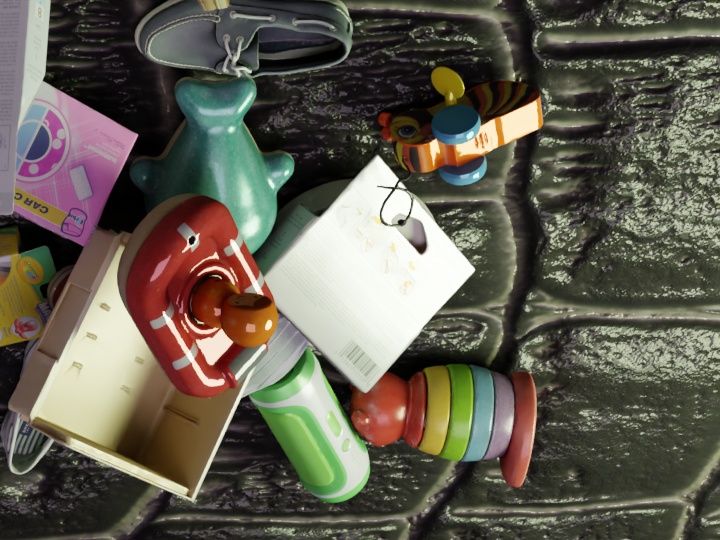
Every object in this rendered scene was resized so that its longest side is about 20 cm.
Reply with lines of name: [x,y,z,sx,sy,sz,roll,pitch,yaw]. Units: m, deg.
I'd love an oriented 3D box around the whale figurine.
whale figurine: [-0.137,-0.087,1.559,0.157,0.104,0.202,-2,133,-12]

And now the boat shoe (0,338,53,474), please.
boat shoe: [-0.321,0.130,1.725,0.073,0.067,0.201,10,127,-22]

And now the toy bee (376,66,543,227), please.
toy bee: [0.072,-0.136,1.589,0.198,0.109,0.132,-15,129,-35]

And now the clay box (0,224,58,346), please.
clay box: [-0.392,0.026,1.631,0.197,0.048,0.116,-13,133,-5]

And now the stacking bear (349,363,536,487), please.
stacking bear: [0.085,0.157,1.827,0.197,0.122,0.115,6,131,-9]

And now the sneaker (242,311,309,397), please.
sneaker: [-0.139,0.096,1.718,0.199,0.071,0.073,-36,123,10]

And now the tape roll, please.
tape roll: [-0.011,-0.004,1.709,0.200,0.037,0.205,-8,131,-9]

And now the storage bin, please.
storage bin: [-0.207,0.087,1.587,0.198,0.093,0.202,33,79,-49]

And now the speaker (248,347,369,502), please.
speaker: [-0.056,0.165,1.808,0.088,0.089,0.201,-22,131,5]

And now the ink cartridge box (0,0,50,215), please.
ink cartridge box: [-0.344,-0.142,1.383,0.158,0.203,0.047,0,171,14]

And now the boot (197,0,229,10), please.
boot: [-0.211,-0.279,1.400,0.154,0.073,0.201,-26,129,8]

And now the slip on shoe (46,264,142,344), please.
slip on shoe: [-0.235,0.060,1.668,0.074,0.061,0.200,-51,141,-2]

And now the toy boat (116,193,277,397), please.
toy boat: [-0.126,0.029,1.485,0.131,0.130,0.201,-48,134,-25]

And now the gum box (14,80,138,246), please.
gum box: [-0.306,-0.114,1.489,0.199,0.066,0.115,29,85,-32]

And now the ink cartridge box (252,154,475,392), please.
ink cartridge box: [0.000,0.000,1.664,0.174,0.043,0.200,-48,128,-6]

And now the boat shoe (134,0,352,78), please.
boat shoe: [-0.103,-0.209,1.494,0.197,0.062,0.073,-5,131,-10]
